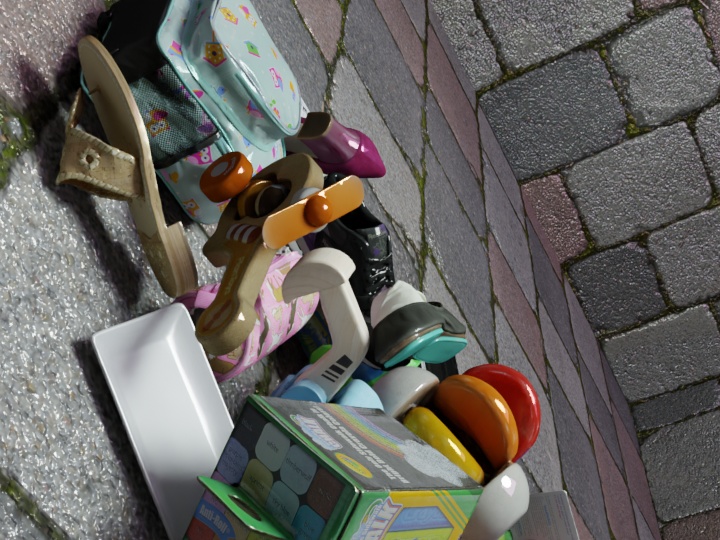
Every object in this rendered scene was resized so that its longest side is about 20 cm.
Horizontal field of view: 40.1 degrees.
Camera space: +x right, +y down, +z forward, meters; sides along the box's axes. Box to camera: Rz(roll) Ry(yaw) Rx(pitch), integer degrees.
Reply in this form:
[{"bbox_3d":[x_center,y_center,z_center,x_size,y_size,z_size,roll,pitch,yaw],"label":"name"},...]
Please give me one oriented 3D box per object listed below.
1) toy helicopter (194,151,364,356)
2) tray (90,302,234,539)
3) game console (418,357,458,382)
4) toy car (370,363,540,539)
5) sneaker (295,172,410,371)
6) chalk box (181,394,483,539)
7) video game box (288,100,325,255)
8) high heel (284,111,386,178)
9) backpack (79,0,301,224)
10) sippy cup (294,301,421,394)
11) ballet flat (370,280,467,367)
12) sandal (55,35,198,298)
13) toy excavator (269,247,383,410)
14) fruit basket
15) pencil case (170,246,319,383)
[{"bbox_3d":[-0.074,-0.018,0.766,0.079,0.131,0.201,52,38,-34],"label":"toy helicopter"},{"bbox_3d":[-0.136,0.131,0.748,0.107,0.022,0.201,-23,91,-58],"label":"tray"},{"bbox_3d":[0.062,0.158,1.188,0.176,0.116,0.201,37,34,-44],"label":"game console"},{"bbox_3d":[0.103,0.158,0.942,0.175,0.150,0.200,46,-11,17],"label":"toy car"},{"bbox_3d":[0.000,0.000,0.960,0.075,0.088,0.201,-20,76,-38],"label":"sneaker"},{"bbox_3d":[-0.032,0.174,0.699,0.124,0.125,0.199,33,12,39],"label":"chalk box"},{"bbox_3d":[-0.061,-0.096,1.200,0.183,0.047,0.201,56,22,-29],"label":"video game box"},{"bbox_3d":[-0.065,-0.128,1.034,0.096,0.199,0.068,36,79,-40],"label":"high heel"},{"bbox_3d":[-0.137,-0.150,0.893,0.176,0.152,0.201,-95,163,-54],"label":"backpack"},{"bbox_3d":[-0.012,0.059,1.055,0.131,0.139,0.178,53,-13,-12],"label":"sippy cup"},{"bbox_3d":[0.043,0.049,0.884,0.069,0.068,0.200,58,10,14],"label":"ballet flat"},{"bbox_3d":[-0.196,-0.070,0.756,0.069,0.077,0.213,-26,100,-28],"label":"sandal"},{"bbox_3d":[-0.028,0.106,0.841,0.194,0.200,0.100,44,21,-4],"label":"toy excavator"},{"bbox_3d":[0.178,0.347,1.117,0.093,0.199,0.187,-6,79,-50],"label":"fruit basket"},{"bbox_3d":[-0.101,0.037,0.883,0.087,0.082,0.200,63,19,-4],"label":"pencil case"}]
